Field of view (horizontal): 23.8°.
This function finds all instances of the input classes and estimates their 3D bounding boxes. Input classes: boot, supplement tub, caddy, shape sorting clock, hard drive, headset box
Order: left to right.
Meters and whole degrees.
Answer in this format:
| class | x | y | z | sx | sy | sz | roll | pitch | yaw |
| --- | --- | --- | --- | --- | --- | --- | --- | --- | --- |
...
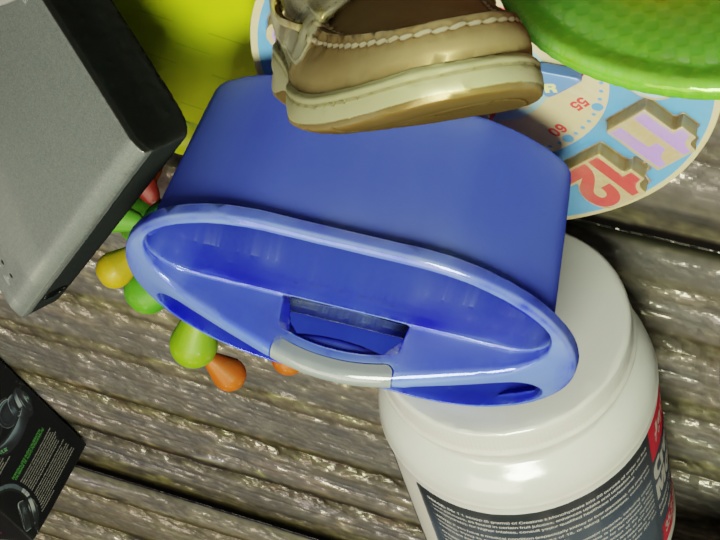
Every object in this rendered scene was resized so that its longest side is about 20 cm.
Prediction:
| class | x | y | z | sx | sy | sz | roll | pitch | yaw |
| --- | --- | --- | --- | --- | --- | --- | --- | --- | --- |
| headset box | -0.341 | 0.107 | 1.282 | 0.174 | 0.093 | 0.200 | 0 | 141 | 36 |
| hard drive | -0.157 | -0.075 | 0.794 | 0.140 | 0.033 | 0.200 | 57 | 146 | 6 |
| caddy | 0.000 | 0.000 | 0.739 | 0.200 | 0.105 | 0.141 | 13 | 156 | 8 |
| boot | 0.004 | -0.127 | 0.557 | 0.072 | 0.155 | 0.200 | -6 | -168 | -12 |
| shape sorting clock | 0.051 | -0.081 | 0.717 | 0.200 | 0.039 | 0.200 | 7 | 149 | 4 |
| supplement tub | 0.087 | 0.084 | 0.884 | 0.140 | 0.140 | 0.200 | 12 | 148 | 22 |

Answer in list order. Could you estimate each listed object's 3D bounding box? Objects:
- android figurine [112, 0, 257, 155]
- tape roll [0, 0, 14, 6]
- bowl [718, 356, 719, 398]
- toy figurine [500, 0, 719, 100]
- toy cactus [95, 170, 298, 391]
| class | x | y | z | sx | sy | sz | roll | pitch | yaw |
| --- | --- | --- | --- | --- | --- | --- | --- | --- | --- |
| android figurine | -0.088 | -0.118 | 0.800 | 0.200 | 0.041 | 0.182 | 19 | 150 | 7 |
| tape roll | -0.159 | -0.199 | 0.628 | 0.200 | 0.066 | 0.200 | 15 | 127 | 22 |
| bowl | 0.287 | 0.096 | 0.824 | 0.200 | 0.075 | 0.200 | 41 | 145 | -27 |
| toy figurine | 0.132 | -0.168 | 0.494 | 0.200 | 0.150 | 0.184 | -3 | 135 | 7 |
| toy cactus | -0.058 | -0.008 | 0.901 | 0.165 | 0.102 | 0.200 | -14 | 137 | 41 |
